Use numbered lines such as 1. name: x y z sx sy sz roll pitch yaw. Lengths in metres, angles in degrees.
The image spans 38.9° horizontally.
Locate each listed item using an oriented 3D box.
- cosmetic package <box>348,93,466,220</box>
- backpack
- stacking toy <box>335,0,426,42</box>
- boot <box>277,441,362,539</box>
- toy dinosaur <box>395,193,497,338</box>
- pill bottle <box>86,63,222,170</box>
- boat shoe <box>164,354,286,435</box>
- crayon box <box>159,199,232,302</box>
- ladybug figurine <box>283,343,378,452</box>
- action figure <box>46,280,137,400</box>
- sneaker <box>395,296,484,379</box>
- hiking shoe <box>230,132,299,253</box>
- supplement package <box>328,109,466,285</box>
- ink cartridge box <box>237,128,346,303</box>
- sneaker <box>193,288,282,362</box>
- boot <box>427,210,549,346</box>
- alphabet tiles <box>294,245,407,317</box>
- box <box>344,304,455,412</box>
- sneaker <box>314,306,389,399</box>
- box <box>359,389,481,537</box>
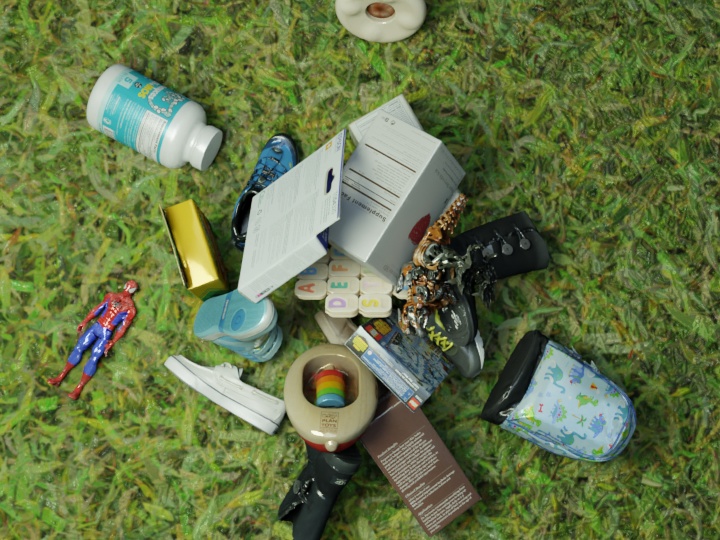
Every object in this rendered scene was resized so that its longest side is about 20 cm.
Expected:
1. cosmetic package: 0.072 -0.159 1.594 0.104 0.071 0.202 -28 82 -2
2. backpack: 0.308 0.202 1.512 0.199 0.154 0.164 36 77 -7
3. stacking toy: 0.040 -0.483 1.632 0.144 0.147 0.203 5 65 2
4. boot: -0.078 0.288 1.518 0.076 0.201 0.169 16 115 -30
5. toy dinosaur: 0.112 -0.004 1.428 0.135 0.102 0.203 15 106 37
6. pill bottle: -0.318 -0.232 1.594 0.198 0.111 0.112 27 83 4
7. boat shoe: -0.201 0.174 1.552 0.198 0.072 0.066 30 79 5
8. crayon box: -0.242 -0.026 1.516 0.050 0.200 0.128 -19 82 -2
9. ladybug figurine: -0.042 0.187 1.446 0.134 0.201 0.073 3 125 0
10. action figure: -0.405 0.101 1.579 0.065 0.052 0.201 31 81 9
11. sneaker: 0.112 0.082 1.546 0.084 0.075 0.201 -19 70 -34
12. hiking shoe: -0.146 -0.123 1.586 0.073 0.087 0.202 17 82 4
13. supplement package: 0.040 -0.103 1.477 0.119 0.121 0.201 32 88 29
14. ink cartridge box: -0.083 -0.077 1.427 0.199 0.198 0.043 -32 125 30
15. sneaker: -0.149 0.084 1.510 0.130 0.199 0.080 28 71 -31
16. boot: 0.201 0.010 1.536 0.198 0.065 0.167 -15 82 -32
17. alphabet tiles: 0.000 0.000 1.534 0.193 0.015 0.201 0 39 2
18. box: 0.062 0.124 1.489 0.137 0.200 0.040 45 106 7
19. sneaker: 0.010 0.131 1.553 0.075 0.070 0.201 -33 83 -5
20. box: 0.079 0.278 1.498 0.100 0.075 0.201 -34 104 -4
